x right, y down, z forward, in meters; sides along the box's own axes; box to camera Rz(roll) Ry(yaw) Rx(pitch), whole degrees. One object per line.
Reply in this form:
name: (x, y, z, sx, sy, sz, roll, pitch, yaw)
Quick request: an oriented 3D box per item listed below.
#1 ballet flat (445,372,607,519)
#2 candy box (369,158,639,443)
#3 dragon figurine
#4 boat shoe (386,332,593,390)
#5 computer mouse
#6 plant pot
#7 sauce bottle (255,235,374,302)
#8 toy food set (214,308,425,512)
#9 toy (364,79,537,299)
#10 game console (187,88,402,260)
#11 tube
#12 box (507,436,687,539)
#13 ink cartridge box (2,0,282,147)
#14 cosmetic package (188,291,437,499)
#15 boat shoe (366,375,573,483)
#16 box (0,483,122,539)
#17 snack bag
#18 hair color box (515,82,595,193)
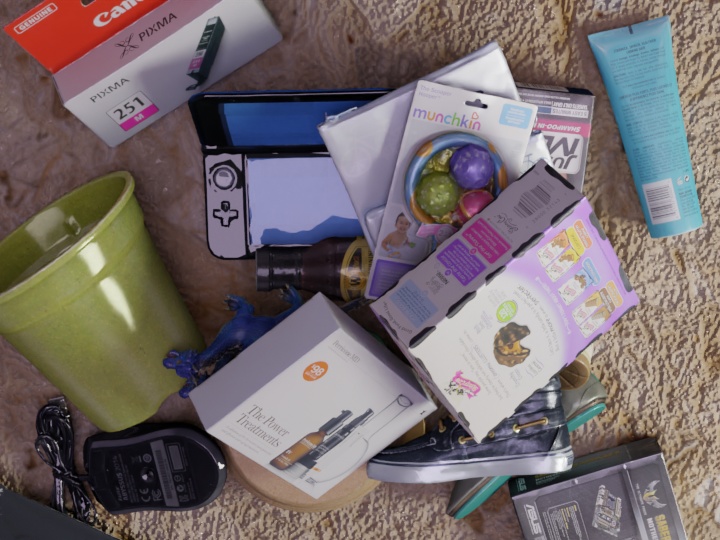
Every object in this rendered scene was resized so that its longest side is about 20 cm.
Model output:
ballet flat: (0.152, 0.164, 1.469, 0.200, 0.067, 0.064, -39, 71, 8)
candy box: (0.130, 0.030, 1.313, 0.200, 0.072, 0.168, -40, 136, -3)
dragon figurine: (-0.079, 0.069, 1.362, 0.198, 0.100, 0.059, -5, 136, 3)
boat shoe: (0.126, 0.067, 1.441, 0.198, 0.065, 0.072, 5, 140, 13)
computer mouse: (-0.220, 0.189, 1.483, 0.198, 0.053, 0.140, -3, 105, 16)
plant pot: (-0.244, 0.041, 1.393, 0.199, 0.201, 0.185, -31, 112, 8)
sauce bottle: (0.000, 0.000, 1.404, 0.198, 0.066, 0.067, -3, 102, -4)
toy food set: (-0.049, 0.140, 1.468, 0.199, 0.049, 0.199, -31, 100, 8)
toy: (0.083, -0.055, 1.309, 0.114, 0.047, 0.202, 9, 109, -18)
game console: (-0.054, -0.086, 1.383, 0.198, 0.118, 0.172, -1, 102, 2)
tube: (0.275, -0.133, 1.404, 0.077, 0.050, 0.202, -14, 97, 0)
box: (0.250, 0.285, 1.492, 0.157, 0.048, 0.202, -18, 102, 4)
ink cartridge box: (-0.191, -0.212, 1.338, 0.199, 0.174, 0.044, -31, 62, 8)
cosmetic package: (-0.039, 0.118, 1.351, 0.150, 0.052, 0.200, -39, 142, 7)
boat shoe: (0.100, 0.149, 1.414, 0.198, 0.071, 0.092, -7, 89, 13)
box: (-0.329, 0.347, 1.470, 0.195, 0.118, 0.201, 24, 111, -3)
snack bag: (0.081, -0.085, 1.334, 0.187, 0.021, 0.201, -25, 113, -3)
hair color box: (0.159, -0.074, 1.410, 0.099, 0.061, 0.202, 5, 103, 0)
